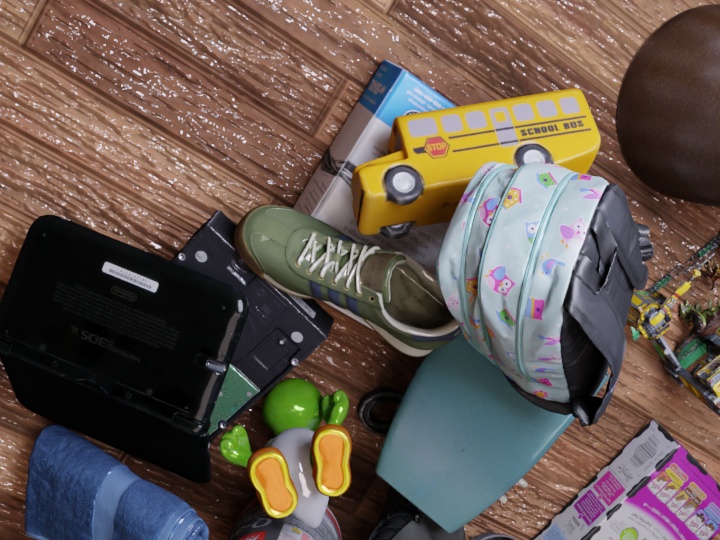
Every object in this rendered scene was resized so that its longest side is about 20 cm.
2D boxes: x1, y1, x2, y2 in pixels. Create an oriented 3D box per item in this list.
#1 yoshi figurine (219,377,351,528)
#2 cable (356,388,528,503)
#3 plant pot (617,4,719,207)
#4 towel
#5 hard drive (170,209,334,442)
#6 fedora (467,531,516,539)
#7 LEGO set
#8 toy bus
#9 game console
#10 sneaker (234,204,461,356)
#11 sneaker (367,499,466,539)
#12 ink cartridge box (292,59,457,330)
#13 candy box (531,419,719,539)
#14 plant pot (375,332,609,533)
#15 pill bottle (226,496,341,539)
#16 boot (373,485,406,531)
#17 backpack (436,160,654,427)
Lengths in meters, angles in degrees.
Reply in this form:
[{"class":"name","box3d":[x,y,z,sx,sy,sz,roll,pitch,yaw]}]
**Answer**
[{"class":"yoshi figurine","box3d":[-0.061,0.148,0.824,0.111,0.200,0.113,31,85,-4]},{"class":"cable","box3d":[0.096,0.161,0.932,0.198,0.050,0.098,28,100,-21]},{"class":"plant pot","box3d":[0.358,-0.128,0.810,0.183,0.200,0.191,-5,111,-12]},{"class":"towel","box3d":[-0.220,0.222,0.806,0.048,0.198,0.114,-20,126,-53]},{"class":"hard drive","box3d":[-0.136,0.061,0.798,0.139,0.038,0.200,42,117,-10]},{"class":"fedora","box3d":[0.132,0.382,0.967,0.175,0.090,0.203,3,110,-44]},{"class":"LEGO set","box3d":[0.378,0.050,0.924,0.198,0.116,0.155,-30,114,-2]},{"class":"toy bus","box3d":[0.088,-0.086,0.727,0.196,0.080,0.065,-11,156,-10]},{"class":"game console","box3d":[-0.201,0.071,0.784,0.197,0.116,0.179,20,87,7]},{"class":"sneaker","box3d":[0.000,0.000,0.723,0.198,0.090,0.068,31,68,-14]},{"class":"sneaker","box3d":[0.035,0.257,0.843,0.199,0.075,0.093,17,73,-54]},{"class":"ink cartridge box","box3d":[0.031,-0.059,0.817,0.145,0.084,0.202,30,101,-21]},{"class":"candy box","box3d":[0.307,0.286,1.024,0.200,0.061,0.136,-46,114,5]},{"class":"plant pot","box3d":[0.110,0.126,0.846,0.140,0.141,0.201,37,99,9]},{"class":"pill bottle","box3d":[-0.081,0.290,0.842,0.113,0.200,0.118,1,98,4]},{"class":"boot","box3d":[0.018,0.309,0.915,0.165,0.071,0.204,-30,129,-46]},{"class":"backpack","box3d":[0.136,0.009,0.665,0.200,0.124,0.170,48,56,-61]}]
